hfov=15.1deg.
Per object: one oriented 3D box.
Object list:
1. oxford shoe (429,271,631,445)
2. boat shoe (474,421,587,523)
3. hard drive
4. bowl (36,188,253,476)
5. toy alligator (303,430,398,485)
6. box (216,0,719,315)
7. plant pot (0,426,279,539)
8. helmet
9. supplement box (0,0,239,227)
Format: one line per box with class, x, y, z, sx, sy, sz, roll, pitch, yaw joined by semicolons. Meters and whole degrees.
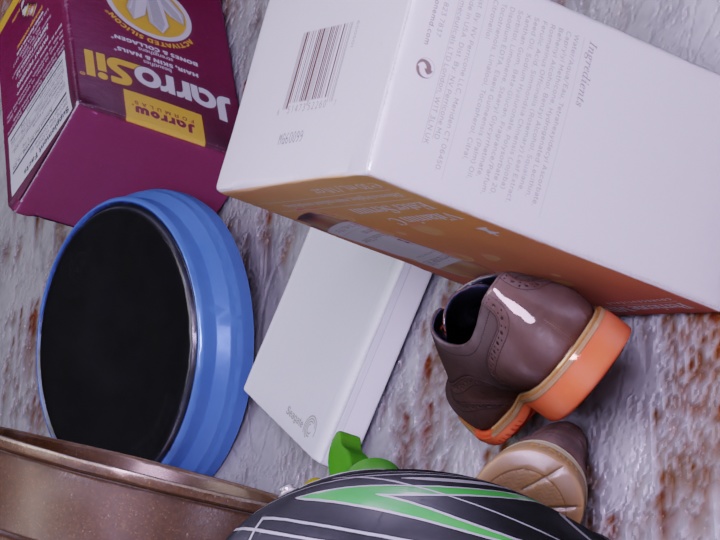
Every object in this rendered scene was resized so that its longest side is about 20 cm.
oxford shoe;0.068;0.033;1.300;0.071;0.073;0.200;-53;4;-16
boat shoe;0.049;0.152;1.323;0.200;0.072;0.072;-59;-2;25
hard drive;0.000;0.000;1.549;0.200;0.027;0.132;-68;26;8
bowl;-0.140;0.048;1.710;0.200;0.039;0.201;-6;83;51
toy alligator;0.002;0.165;1.397;0.054;0.059;0.200;-40;39;46
box;0.062;-0.057;1.268;0.152;0.200;0.106;-5;67;62
plant pot;-0.144;0.204;1.512;0.200;0.200;0.199;8;85;64
helmet;0.022;0.177;1.175;0.200;0.191;0.200;-17;68;52
supplement box;-0.163;-0.120;1.826;0.103;0.131;0.200;-54;32;33
